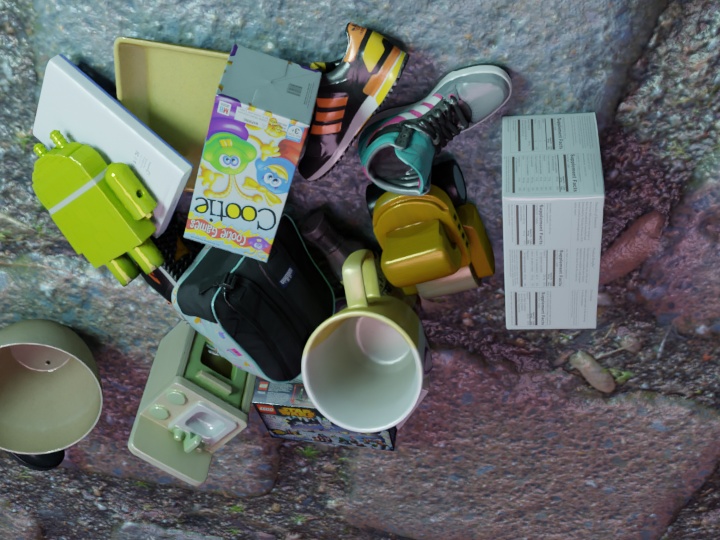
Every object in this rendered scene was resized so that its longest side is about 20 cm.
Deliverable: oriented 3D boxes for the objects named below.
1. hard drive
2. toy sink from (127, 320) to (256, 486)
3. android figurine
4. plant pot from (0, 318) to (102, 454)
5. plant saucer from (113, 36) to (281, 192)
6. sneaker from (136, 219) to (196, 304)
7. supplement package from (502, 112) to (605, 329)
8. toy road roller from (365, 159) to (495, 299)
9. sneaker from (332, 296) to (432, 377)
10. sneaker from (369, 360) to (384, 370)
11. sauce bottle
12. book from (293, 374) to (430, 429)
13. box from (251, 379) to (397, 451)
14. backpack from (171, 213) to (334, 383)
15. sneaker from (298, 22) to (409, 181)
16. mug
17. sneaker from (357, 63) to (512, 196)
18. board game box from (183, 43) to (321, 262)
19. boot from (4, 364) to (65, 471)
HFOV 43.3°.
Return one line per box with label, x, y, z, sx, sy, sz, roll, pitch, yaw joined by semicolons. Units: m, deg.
hard drive;-0.296;-0.143;1.072;0.199;0.025;0.132;40;138;1
toy sink;-0.233;0.181;1.309;0.130;0.202;0.112;34;129;-23
android figurine;-0.321;-0.076;1.095;0.181;0.041;0.201;-22;109;45
plant pot;-0.479;0.150;1.339;0.197;0.135;0.203;-6;122;-9
plant saucer;-0.182;-0.182;1.068;0.197;0.049;0.202;9;133;-1
sneaker;-0.278;-0.024;1.203;0.089;0.070;0.201;-9;127;36
supplement package;0.222;-0.057;1.061;0.109;0.157;0.202;0;133;10
toy road roller;0.084;-0.023;1.116;0.121;0.147;0.201;-14;130;19
sneaker;0.018;0.098;1.305;0.199;0.076;0.099;31;153;-24
sneaker;-0.045;0.144;1.252;0.197;0.084;0.072;10;152;24
sauce bottle;0.000;0.000;1.205;0.066;0.067;0.200;-31;123;30
book;-0.009;0.172;1.381;0.197;0.048;0.134;19;134;-9
box;-0.050;0.216;1.342;0.197;0.040;0.138;4;148;12
backpack;-0.132;0.041;1.176;0.152;0.177;0.201;4;142;46
sneaker;-0.030;-0.193;1.034;0.090;0.070;0.200;35;126;-10
mug;0.024;0.085;1.128;0.148;0.153;0.189;25;109;6
sneaker;0.079;-0.150;1.015;0.198;0.122;0.084;-24;126;26
board game box;-0.122;-0.126;1.007;0.101;0.106;0.201;16;132;-7
boot;-0.531;0.239;1.482;0.167;0.077;0.200;-28;118;33
